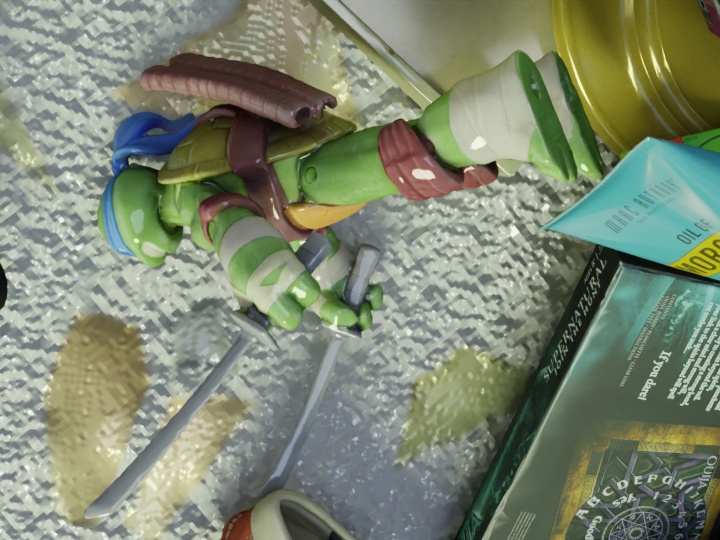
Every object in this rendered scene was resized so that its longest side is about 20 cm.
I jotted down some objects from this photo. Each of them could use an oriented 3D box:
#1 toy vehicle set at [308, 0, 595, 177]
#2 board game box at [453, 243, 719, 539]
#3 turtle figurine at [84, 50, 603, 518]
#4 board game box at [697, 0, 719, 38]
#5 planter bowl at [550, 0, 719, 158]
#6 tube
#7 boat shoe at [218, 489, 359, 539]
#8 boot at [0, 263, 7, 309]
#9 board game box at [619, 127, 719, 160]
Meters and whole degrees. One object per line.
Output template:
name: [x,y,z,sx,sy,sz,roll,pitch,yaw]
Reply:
toy vehicle set: [0.081,-0.154,0.818,0.124,0.027,0.200,43,87,-14]
board game box: [0.126,0.081,0.807,0.135,0.028,0.200,12,124,-17]
turtle figurine: [0.000,0.000,0.749,0.193,0.201,0.144,-21,146,18]
board game box: [0.123,-0.174,0.649,0.064,0.148,0.201,-21,103,4]
planter bowl: [0.185,-0.118,0.796,0.200,0.083,0.201,-7,108,-21]
tube: [0.171,-0.010,0.719,0.199,0.077,0.051,13,57,-21]
boat shoe: [0.020,0.169,0.807,0.200,0.071,0.063,41,126,-4]
boot: [-0.239,0.029,0.703,0.211,0.079,0.158,-54,148,-10]
board game box: [0.216,-0.029,0.781,0.199,0.102,0.048,-14,60,18]
